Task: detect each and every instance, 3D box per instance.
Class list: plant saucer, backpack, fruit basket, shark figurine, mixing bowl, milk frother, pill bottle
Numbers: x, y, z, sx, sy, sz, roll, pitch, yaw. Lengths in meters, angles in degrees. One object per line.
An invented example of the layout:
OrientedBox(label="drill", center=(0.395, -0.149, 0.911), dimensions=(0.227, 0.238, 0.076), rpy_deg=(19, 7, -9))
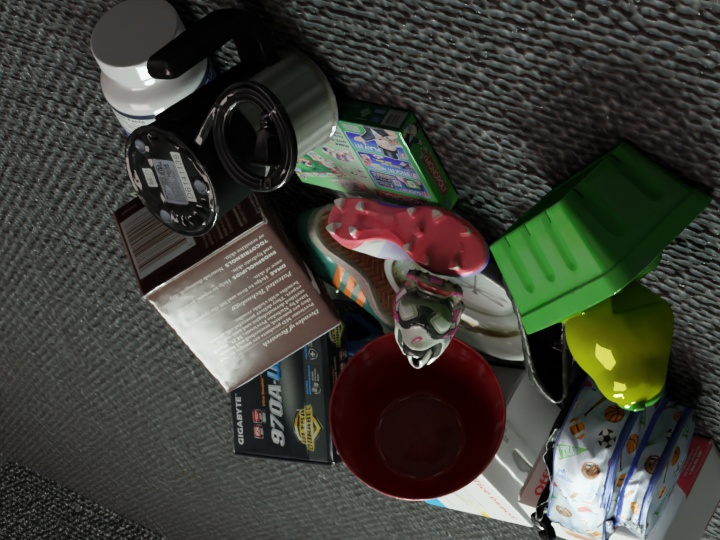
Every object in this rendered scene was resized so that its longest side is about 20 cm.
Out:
OrientedBox(label="plant saucer", center=(0.122, 0.021, 1.680), dimensions=(0.200, 0.050, 0.200), rpy_deg=(27, 158, 12))
OrientedBox(label="backpack", center=(0.274, 0.186, 1.649), dimensions=(0.154, 0.200, 0.191), rpy_deg=(12, 148, 23))
OrientedBox(label="fruit basket", center=(0.230, 0.014, 1.372), dimensions=(0.215, 0.155, 0.216), rpy_deg=(39, 155, 22))
OrientedBox(label="shark figurine", center=(0.030, 0.070, 1.868), dimensions=(0.215, 0.128, 0.090), rpy_deg=(53, 176, 23))
OrientedBox(label="mixing bowl", center=(0.066, 0.179, 1.765), dimensions=(0.200, 0.200, 0.108), rpy_deg=(27, 162, 13))
OrientedBox(label="milk frother", center=(-0.090, -0.137, 1.437), dimensions=(0.200, 0.188, 0.181), rpy_deg=(24, 136, 29))
OrientedBox(label="pill bottle", center=(-0.203, -0.185, 1.602), dimensions=(0.116, 0.116, 0.200), rpy_deg=(21, 155, 26))

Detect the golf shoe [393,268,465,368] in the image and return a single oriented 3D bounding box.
OrientedBox(label="golf shoe", center=(0.063, 0.055, 1.599), dimensions=(0.072, 0.092, 0.200), rpy_deg=(19, 175, 8))

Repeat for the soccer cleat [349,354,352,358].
OrientedBox(label="soccer cleat", center=(-0.003, 0.179, 1.905), dimensions=(0.069, 0.078, 0.200), rpy_deg=(12, -147, -41))

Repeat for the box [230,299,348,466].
OrientedBox(label="box", center=(-0.089, 0.133, 1.886), dimensions=(0.159, 0.201, 0.046), rpy_deg=(2, -172, 35))

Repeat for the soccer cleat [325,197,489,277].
OrientedBox(label="soccer cleat", center=(0.055, -0.033, 1.581), dimensions=(0.200, 0.067, 0.076), rpy_deg=(14, 174, 34))

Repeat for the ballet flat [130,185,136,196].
OrientedBox(label="ballet flat", center=(-0.206, -0.058, 1.940), dimensions=(0.200, 0.064, 0.067), rpy_deg=(37, 158, -11))

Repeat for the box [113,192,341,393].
OrientedBox(label="box", center=(-0.155, -0.004, 1.775), dimensions=(0.200, 0.164, 0.166), rpy_deg=(55, -176, -44))

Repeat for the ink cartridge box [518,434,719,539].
OrientedBox(label="ink cartridge box", center=(0.308, 0.254, 1.790), dimensions=(0.200, 0.145, 0.083), rpy_deg=(13, 153, 41))

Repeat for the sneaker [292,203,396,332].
OrientedBox(label="sneaker", center=(0.000, 0.000, 1.785), dimensions=(0.200, 0.071, 0.080), rpy_deg=(49, 157, -19))

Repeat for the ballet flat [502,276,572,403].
OrientedBox(label="ballet flat", center=(0.190, 0.045, 1.567), dimensions=(0.057, 0.066, 0.200), rpy_deg=(-113, 6, -60))

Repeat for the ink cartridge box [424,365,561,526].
OrientedBox(label="ink cartridge box", center=(0.142, 0.211, 1.923), dimensions=(0.200, 0.145, 0.147), rpy_deg=(4, 145, 50))

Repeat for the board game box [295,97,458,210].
OrientedBox(label="board game box", center=(-0.008, -0.125, 1.578), dimensions=(0.200, 0.029, 0.135), rpy_deg=(15, 153, 36))

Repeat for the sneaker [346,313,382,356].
OrientedBox(label="sneaker", center=(-0.032, 0.092, 2.029), dimensions=(0.200, 0.076, 0.105), rpy_deg=(5, 134, 37))
